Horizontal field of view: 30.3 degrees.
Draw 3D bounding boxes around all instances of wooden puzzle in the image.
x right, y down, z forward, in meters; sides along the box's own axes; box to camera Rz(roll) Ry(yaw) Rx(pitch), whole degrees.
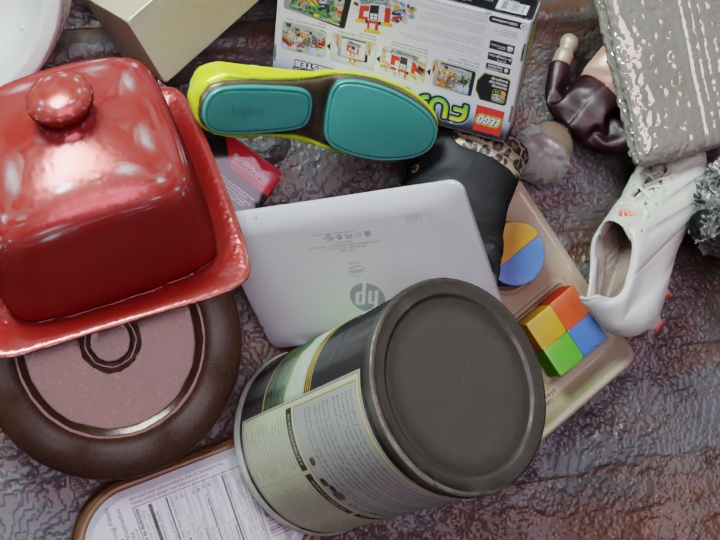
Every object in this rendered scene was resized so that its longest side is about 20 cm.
[{"bbox_3d":[0.109,0.043,1.086,0.184,0.046,0.201,-37,93,-14],"label":"wooden puzzle"}]

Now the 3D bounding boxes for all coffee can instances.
[{"bbox_3d":[0.015,0.105,0.958,0.145,0.199,0.149,12,67,-30],"label":"coffee can"}]

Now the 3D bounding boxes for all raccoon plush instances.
[{"bbox_3d":[0.360,-0.030,1.069,0.199,0.133,0.098,32,83,-36],"label":"raccoon plush"}]

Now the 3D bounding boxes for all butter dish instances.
[{"bbox_3d":[-0.193,-0.072,0.904,0.197,0.149,0.202,-16,56,-13],"label":"butter dish"}]

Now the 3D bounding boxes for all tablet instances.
[{"bbox_3d":[0.000,0.000,0.995,0.197,0.014,0.131,-7,125,23],"label":"tablet"}]

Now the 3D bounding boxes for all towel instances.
[{"bbox_3d":[0.261,-0.193,1.097,0.131,0.034,0.203,-12,90,-13],"label":"towel"}]

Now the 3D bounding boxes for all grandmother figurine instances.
[{"bbox_3d":[0.205,-0.145,1.127,0.200,0.061,0.121,-42,67,-11],"label":"grandmother figurine"}]

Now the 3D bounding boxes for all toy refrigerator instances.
[{"bbox_3d":[-0.111,-0.242,1.041,0.200,0.076,0.070,-44,135,-14],"label":"toy refrigerator"}]

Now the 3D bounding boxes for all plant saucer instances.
[{"bbox_3d":[-0.183,0.052,0.972,0.197,0.037,0.204,1,85,-11],"label":"plant saucer"}]

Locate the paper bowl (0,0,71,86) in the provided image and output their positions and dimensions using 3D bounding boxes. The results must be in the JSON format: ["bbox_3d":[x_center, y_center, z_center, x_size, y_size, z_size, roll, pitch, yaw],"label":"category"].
[{"bbox_3d":[-0.309,-0.216,0.964,0.197,0.105,0.204,-2,111,-5],"label":"paper bowl"}]

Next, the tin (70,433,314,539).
[{"bbox_3d":[-0.125,0.195,1.021,0.198,0.042,0.113,-20,85,-14],"label":"tin"}]

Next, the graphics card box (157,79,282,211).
[{"bbox_3d":[-0.166,-0.028,1.027,0.125,0.051,0.201,35,77,-8],"label":"graphics card box"}]

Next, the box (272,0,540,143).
[{"bbox_3d":[0.031,-0.177,1.030,0.197,0.111,0.035,16,40,9],"label":"box"}]

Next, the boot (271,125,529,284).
[{"bbox_3d":[0.031,-0.055,1.061,0.197,0.074,0.152,13,59,19],"label":"boot"}]

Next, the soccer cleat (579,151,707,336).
[{"bbox_3d":[0.236,-0.044,1.101,0.077,0.069,0.202,31,70,-33],"label":"soccer cleat"}]

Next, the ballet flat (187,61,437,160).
[{"bbox_3d":[-0.037,-0.129,1.016,0.197,0.067,0.068,4,117,-22],"label":"ballet flat"}]
